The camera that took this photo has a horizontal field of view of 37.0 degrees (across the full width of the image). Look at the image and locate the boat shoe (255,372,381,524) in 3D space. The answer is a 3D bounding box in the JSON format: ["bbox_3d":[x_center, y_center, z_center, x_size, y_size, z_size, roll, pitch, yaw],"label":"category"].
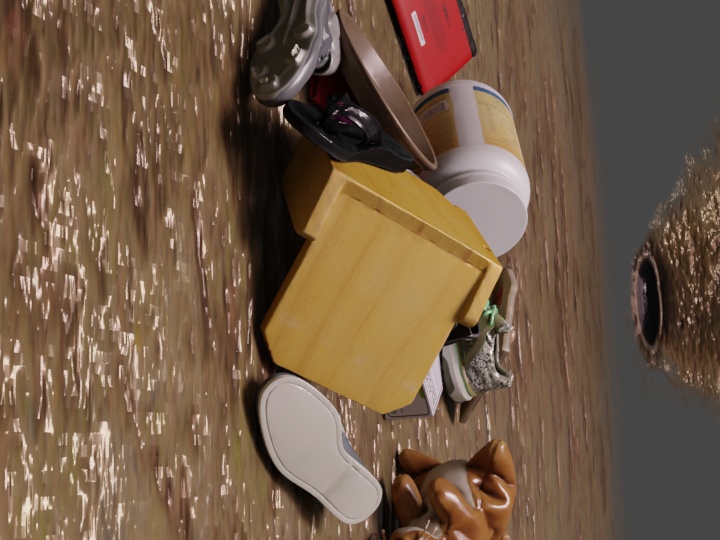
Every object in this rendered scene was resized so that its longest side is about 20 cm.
[{"bbox_3d":[-0.047,0.158,0.994,0.062,0.073,0.201,41,-12,51],"label":"boat shoe"}]

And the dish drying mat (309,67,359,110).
[{"bbox_3d":[-0.009,-0.188,1.207,0.200,0.018,0.078,34,54,-63],"label":"dish drying mat"}]

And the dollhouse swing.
[{"bbox_3d":[0.000,0.000,1.037,0.198,0.177,0.182,27,19,-24],"label":"dollhouse swing"}]

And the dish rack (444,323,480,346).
[{"bbox_3d":[0.038,0.010,1.138,0.199,0.054,0.155,6,58,-56],"label":"dish rack"}]

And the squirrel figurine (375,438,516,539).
[{"bbox_3d":[0.096,0.317,1.198,0.187,0.140,0.202,-55,132,-50],"label":"squirrel figurine"}]

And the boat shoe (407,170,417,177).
[{"bbox_3d":[0.016,-0.106,1.169,0.200,0.061,0.074,30,57,-65],"label":"boat shoe"}]

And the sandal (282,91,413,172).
[{"bbox_3d":[-0.006,-0.136,0.998,0.075,0.048,0.200,43,18,21],"label":"sandal"}]

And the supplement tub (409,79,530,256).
[{"bbox_3d":[0.131,-0.123,1.330,0.202,0.143,0.146,-94,163,-47],"label":"supplement tub"}]

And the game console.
[{"bbox_3d":[0.077,-0.372,1.476,0.172,0.118,0.202,-44,132,-25],"label":"game console"}]

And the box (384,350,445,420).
[{"bbox_3d":[0.067,0.070,1.280,0.201,0.059,0.118,-61,140,-56],"label":"box"}]

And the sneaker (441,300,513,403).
[{"bbox_3d":[0.136,0.054,1.258,0.077,0.087,0.203,-39,120,-65],"label":"sneaker"}]

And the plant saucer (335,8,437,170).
[{"bbox_3d":[0.021,-0.191,1.174,0.201,0.029,0.201,56,12,-18],"label":"plant saucer"}]

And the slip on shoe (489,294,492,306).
[{"bbox_3d":[0.135,0.000,1.471,0.061,0.075,0.203,-56,134,-83],"label":"slip on shoe"}]

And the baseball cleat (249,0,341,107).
[{"bbox_3d":[-0.051,-0.210,1.035,0.107,0.069,0.202,61,32,-44],"label":"baseball cleat"}]

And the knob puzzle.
[{"bbox_3d":[0.185,0.085,1.478,0.220,0.030,0.223,-163,-91,-86],"label":"knob puzzle"}]
